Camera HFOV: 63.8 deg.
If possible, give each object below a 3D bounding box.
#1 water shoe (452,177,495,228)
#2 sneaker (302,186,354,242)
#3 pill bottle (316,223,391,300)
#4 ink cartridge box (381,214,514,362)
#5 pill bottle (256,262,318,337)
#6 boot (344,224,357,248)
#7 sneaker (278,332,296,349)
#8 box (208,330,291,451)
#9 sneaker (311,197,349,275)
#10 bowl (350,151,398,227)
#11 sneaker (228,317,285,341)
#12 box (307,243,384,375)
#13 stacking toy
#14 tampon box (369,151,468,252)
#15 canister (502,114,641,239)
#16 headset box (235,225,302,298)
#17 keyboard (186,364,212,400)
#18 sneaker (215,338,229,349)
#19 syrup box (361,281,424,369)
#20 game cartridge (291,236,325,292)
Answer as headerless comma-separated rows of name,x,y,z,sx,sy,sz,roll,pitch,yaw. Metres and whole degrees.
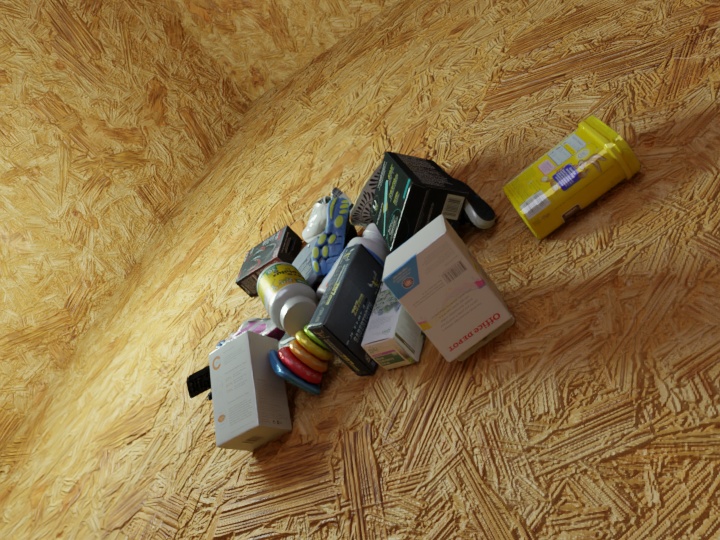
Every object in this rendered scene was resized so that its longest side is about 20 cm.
water shoe,0.217,-0.120,1.198,0.201,0.070,0.080,-108,39,-58
sneaker,-0.094,-0.141,1.478,0.199,0.081,0.077,-32,20,41
pill bottle,0.000,0.000,1.263,0.111,0.112,0.201,6,56,55
ink cartridge box,0.146,0.036,0.950,0.128,0.201,0.125,-36,11,14
pill bottle,-0.156,0.066,1.277,0.113,0.113,0.200,-45,30,0
boot,-0.082,-0.028,1.461,0.153,0.073,0.205,-35,28,27
sneaker,-0.181,0.191,1.315,0.198,0.073,0.113,-27,25,25
box,-0.229,0.248,1.187,0.123,0.097,0.203,-30,57,26
sneaker,-0.059,-0.072,1.337,0.069,0.083,0.203,6,59,14
bowl,0.069,-0.169,1.376,0.202,0.094,0.201,-52,-11,-15
sneaker,-0.236,0.144,1.376,0.197,0.082,0.089,-28,54,-2
box,-0.002,0.075,1.119,0.050,0.158,0.202,-14,40,43
stacking toy,-0.084,0.137,1.169,0.202,0.109,0.116,-56,29,1
tampon box,0.113,-0.139,1.209,0.201,0.124,0.152,-115,37,-59
canister,0.361,-0.162,1.017,0.199,0.086,0.149,-38,29,17
headset box,-0.259,-0.031,1.692,0.198,0.075,0.150,-29,32,29
keyboard,-0.298,0.236,1.313,0.198,0.128,0.021,-25,54,-28
sneaker,-0.309,0.213,1.434,0.115,0.080,0.201,-38,27,17
syrup box,0.077,0.078,1.089,0.078,0.081,0.202,-22,36,39
game cartridge,-0.136,0.017,1.419,0.200,0.041,0.135,-49,34,35
